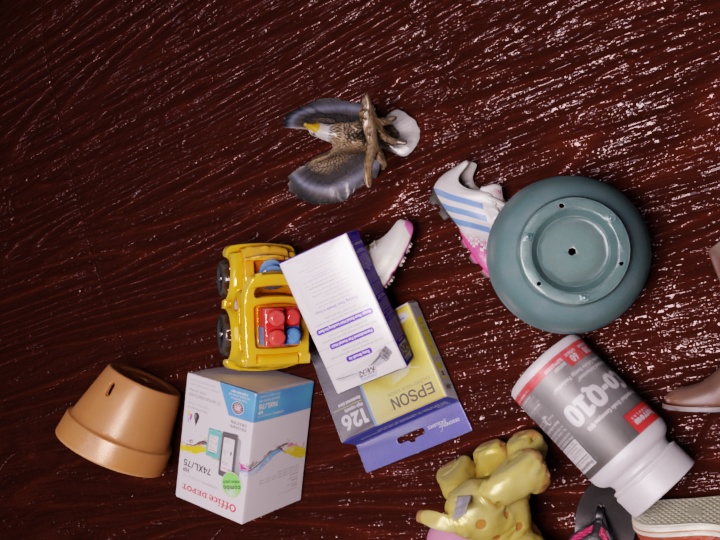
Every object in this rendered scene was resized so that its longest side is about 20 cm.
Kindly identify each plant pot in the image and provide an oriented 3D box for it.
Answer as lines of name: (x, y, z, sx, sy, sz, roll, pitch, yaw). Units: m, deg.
plant pot: (-0.406, 0.254, 1.299, 0.200, 0.200, 0.140, 24, 86, 30)
plant pot: (0.247, -0.020, 0.872, 0.200, 0.134, 0.201, 0, 90, 12)

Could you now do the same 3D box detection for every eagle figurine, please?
eagle figurine: (-0.028, -0.193, 1.107, 0.152, 0.151, 0.200, -52, 20, -22)

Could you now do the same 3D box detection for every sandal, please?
sandal: (0.291, 0.363, 0.932, 0.075, 0.045, 0.200, 20, 100, 32)

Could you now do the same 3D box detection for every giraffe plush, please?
giraffe plush: (0.186, 0.322, 0.930, 0.172, 0.200, 0.162, -29, 94, 34)

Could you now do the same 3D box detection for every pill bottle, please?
pill bottle: (0.290, 0.185, 0.892, 0.200, 0.114, 0.114, 47, 113, 23)

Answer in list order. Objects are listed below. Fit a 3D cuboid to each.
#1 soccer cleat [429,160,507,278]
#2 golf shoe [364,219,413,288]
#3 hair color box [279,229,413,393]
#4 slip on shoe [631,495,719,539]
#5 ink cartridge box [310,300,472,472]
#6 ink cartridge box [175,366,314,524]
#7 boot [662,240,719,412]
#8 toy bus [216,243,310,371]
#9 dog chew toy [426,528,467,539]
soccer cleat: (0.173, -0.062, 0.993, 0.086, 0.070, 0.200, -44, 68, 25)
golf shoe: (0.000, 0.000, 1.080, 0.091, 0.075, 0.200, 34, 103, -7)
hair color box: (-0.018, 0.056, 1.032, 0.109, 0.065, 0.200, -23, 90, 16)
slip on shoe: (0.417, 0.300, 0.845, 0.200, 0.074, 0.061, -11, 107, 31)
ink cartridge box: (0.038, 0.176, 1.094, 0.198, 0.047, 0.200, -30, 72, 28)
ink cartridge box: (-0.181, 0.265, 1.171, 0.147, 0.146, 0.200, 9, 95, 32)
boot: (0.417, 0.052, 0.841, 0.186, 0.064, 0.200, -14, 85, 18)
toy bus: (-0.135, 0.052, 1.101, 0.192, 0.136, 0.200, 167, 101, -71)
dog chew toy: (0.125, 0.430, 0.998, 0.124, 0.124, 0.200, 0, 82, 32)
